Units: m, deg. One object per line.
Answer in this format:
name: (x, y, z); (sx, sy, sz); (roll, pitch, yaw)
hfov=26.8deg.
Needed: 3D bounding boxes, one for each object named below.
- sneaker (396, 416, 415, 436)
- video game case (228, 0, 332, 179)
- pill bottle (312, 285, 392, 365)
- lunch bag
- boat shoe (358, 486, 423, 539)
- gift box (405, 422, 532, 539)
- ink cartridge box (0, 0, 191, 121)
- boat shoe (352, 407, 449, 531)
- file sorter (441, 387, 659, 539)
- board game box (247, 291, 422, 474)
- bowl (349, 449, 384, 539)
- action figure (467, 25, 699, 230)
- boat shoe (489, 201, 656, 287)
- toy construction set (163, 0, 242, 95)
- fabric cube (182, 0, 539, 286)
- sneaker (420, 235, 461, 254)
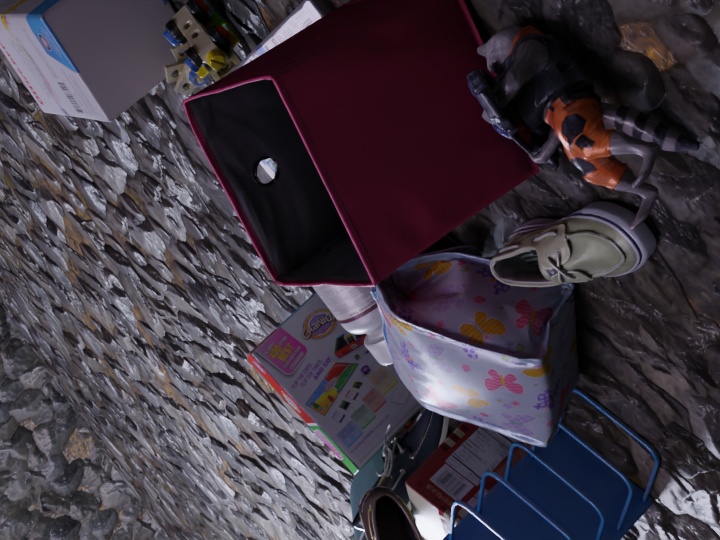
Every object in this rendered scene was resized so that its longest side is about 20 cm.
sneaker: (0.012, 0.189, 2.010); (0.071, 0.098, 0.201); (22, 148, 45)
video game case: (-0.039, -0.149, 1.520); (0.200, 0.022, 0.182); (50, 129, -5)
pill bottle: (0.000, 0.000, 1.692); (0.201, 0.109, 0.109); (53, 158, -12)
lunch bag: (0.115, 0.068, 1.536); (0.198, 0.128, 0.170); (14, 147, 21)
boat shoe: (0.053, 0.349, 1.764); (0.060, 0.071, 0.202); (130, 120, -80)
gift box: (0.155, 0.292, 1.782); (0.184, 0.200, 0.187); (39, 159, 34)
ink cartridge box: (-0.324, -0.281, 1.787); (0.199, 0.146, 0.147); (14, 142, 55)
boat shoe: (0.049, 0.239, 1.835); (0.061, 0.201, 0.075); (21, -155, -8)
file sorter: (0.205, 0.244, 1.600); (0.138, 0.200, 0.123); (38, 153, 22)
board game box: (-0.020, 0.129, 1.895); (0.200, 0.153, 0.040); (46, 163, 5)
bowl: (0.064, 0.296, 2.002); (0.105, 0.199, 0.202); (56, 167, 37)
action figure: (0.173, -0.125, 1.222); (0.194, 0.105, 0.200); (47, -171, 18)
boat shoe: (0.190, -0.013, 1.369); (0.072, 0.062, 0.200); (53, 157, -12)
toy construction set: (-0.150, -0.221, 1.648); (0.200, 0.092, 0.131); (33, 175, 44)
fabric cube: (-0.003, -0.120, 1.335); (0.199, 0.199, 0.197); (0, 121, 60)
sneaker: (0.028, -0.041, 1.618); (0.200, 0.073, 0.085); (46, 156, 3)
